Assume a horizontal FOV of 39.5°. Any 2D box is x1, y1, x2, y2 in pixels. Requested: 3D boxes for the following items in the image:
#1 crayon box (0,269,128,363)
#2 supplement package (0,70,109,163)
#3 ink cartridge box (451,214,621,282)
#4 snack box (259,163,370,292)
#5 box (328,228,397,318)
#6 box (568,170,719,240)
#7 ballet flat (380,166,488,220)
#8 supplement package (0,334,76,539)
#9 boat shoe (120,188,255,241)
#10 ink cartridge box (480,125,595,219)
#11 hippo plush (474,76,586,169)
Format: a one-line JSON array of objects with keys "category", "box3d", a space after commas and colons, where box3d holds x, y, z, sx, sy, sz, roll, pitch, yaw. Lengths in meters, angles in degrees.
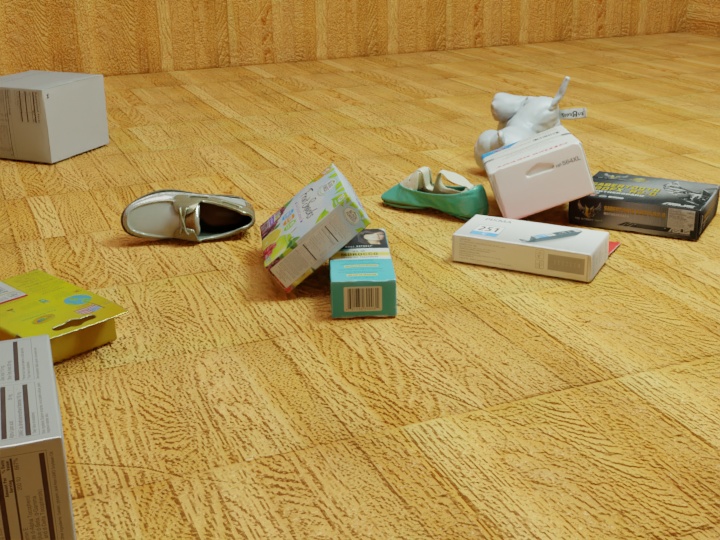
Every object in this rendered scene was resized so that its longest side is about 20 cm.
[{"category": "crayon box", "box3d": [-0.370, 0.059, 1.147, 0.199, 0.051, 0.126, 17, 27, 41]}, {"category": "supplement package", "box3d": [-0.650, -0.316, 2.035, 0.198, 0.149, 0.191, 8, 22, 23]}, {"category": "ink cartridge box", "box3d": [0.251, -0.045, 1.414, 0.198, 0.045, 0.176, 10, 24, 26]}, {"category": "snack box", "box3d": [-0.065, -0.062, 1.345, 0.142, 0.053, 0.200, -39, 19, 5]}, {"category": "box", "box3d": [0.000, 0.000, 1.293, 0.081, 0.050, 0.200, -2, 20, -3]}, {"category": "box", "box3d": [0.441, -0.104, 1.556, 0.198, 0.049, 0.158, 11, 24, 28]}, {"category": "ballet flat", "box3d": [0.120, -0.130, 1.610, 0.198, 0.071, 0.067, 14, 25, 35]}, {"category": "supplement package", "box3d": [-0.236, 0.167, 0.630, 0.110, 0.203, 0.156, -7, 20, -18]}, {"category": "boat shoe", "box3d": [-0.253, -0.081, 1.489, 0.198, 0.076, 0.068, -7, 15, -19]}, {"category": "ink cartridge box", "box3d": [0.272, -0.153, 1.566, 0.144, 0.085, 0.200, -19, 13, 9]}, {"category": "hippo plush", "box3d": [0.299, -0.227, 1.823, 0.199, 0.160, 0.161, -1, 45, 48]}]
